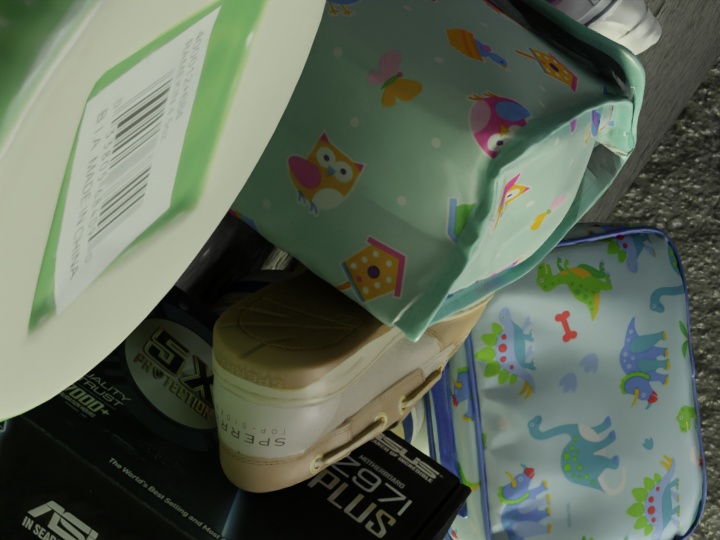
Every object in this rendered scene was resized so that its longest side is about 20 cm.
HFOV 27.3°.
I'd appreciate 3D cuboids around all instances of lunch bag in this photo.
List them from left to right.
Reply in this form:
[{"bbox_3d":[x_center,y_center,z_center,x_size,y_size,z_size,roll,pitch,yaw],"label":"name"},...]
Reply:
[{"bbox_3d":[0.022,-0.077,0.632,0.200,0.170,0.122,-28,150,-57],"label":"lunch bag"},{"bbox_3d":[0.113,0.073,0.868,0.160,0.201,0.082,-10,-173,-23],"label":"lunch bag"}]

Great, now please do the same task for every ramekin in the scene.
[{"bbox_3d":[-0.092,-0.056,0.397,0.200,0.098,0.200,-54,169,-16],"label":"ramekin"}]

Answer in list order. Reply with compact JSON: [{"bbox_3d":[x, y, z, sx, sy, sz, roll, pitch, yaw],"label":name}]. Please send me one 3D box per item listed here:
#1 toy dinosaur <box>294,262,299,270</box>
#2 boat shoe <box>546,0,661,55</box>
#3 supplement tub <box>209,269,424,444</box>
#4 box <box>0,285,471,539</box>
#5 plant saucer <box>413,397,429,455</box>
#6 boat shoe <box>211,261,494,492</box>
[{"bbox_3d":[0.000,0.000,0.765,0.102,0.077,0.200,-24,-165,0],"label":"toy dinosaur"},{"bbox_3d":[0.089,-0.117,0.869,0.200,0.067,0.074,-20,-147,54],"label":"boat shoe"},{"bbox_3d":[-0.072,0.112,0.829,0.200,0.144,0.145,-50,167,-32],"label":"supplement tub"},{"bbox_3d":[-0.076,0.093,0.611,0.086,0.200,0.164,-61,168,21],"label":"box"},{"bbox_3d":[0.024,0.035,0.951,0.200,0.200,0.050,-56,147,-7],"label":"plant saucer"},{"bbox_3d":[-0.003,0.035,0.621,0.200,0.074,0.069,-24,130,-58],"label":"boat shoe"}]
